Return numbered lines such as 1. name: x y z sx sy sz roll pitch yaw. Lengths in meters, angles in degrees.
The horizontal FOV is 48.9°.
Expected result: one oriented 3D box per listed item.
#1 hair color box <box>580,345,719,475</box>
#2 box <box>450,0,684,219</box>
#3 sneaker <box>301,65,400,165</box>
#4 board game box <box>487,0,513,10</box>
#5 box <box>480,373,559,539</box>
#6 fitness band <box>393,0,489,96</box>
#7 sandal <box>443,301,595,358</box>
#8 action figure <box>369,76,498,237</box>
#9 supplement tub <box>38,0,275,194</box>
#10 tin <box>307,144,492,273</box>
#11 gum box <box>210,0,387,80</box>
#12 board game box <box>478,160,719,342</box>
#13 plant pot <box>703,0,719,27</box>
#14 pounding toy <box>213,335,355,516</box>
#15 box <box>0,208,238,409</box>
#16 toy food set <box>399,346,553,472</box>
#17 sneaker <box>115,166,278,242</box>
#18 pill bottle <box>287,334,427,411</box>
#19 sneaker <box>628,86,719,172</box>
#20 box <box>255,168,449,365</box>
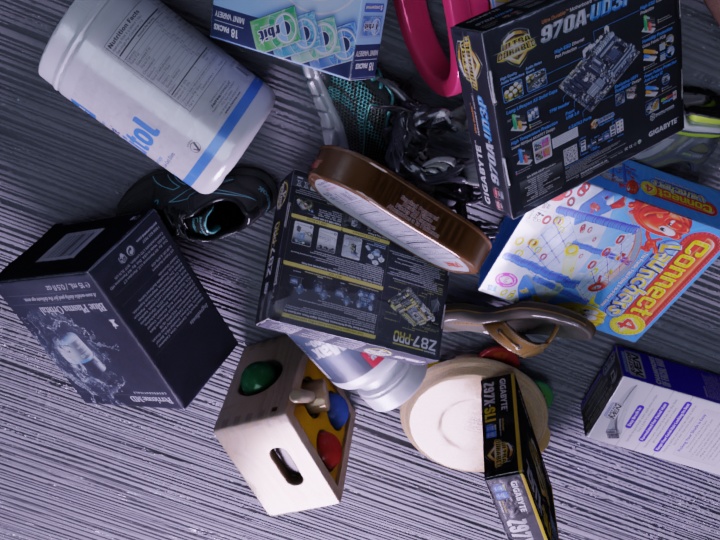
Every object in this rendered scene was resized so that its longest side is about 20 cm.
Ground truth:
1. hair color box: 0.388 0.175 0.979 0.198 0.065 0.110 16 125 -4
2. box: 0.179 -0.156 0.656 0.198 0.046 0.160 -27 122 -16
3. sneaker: -0.005 -0.187 0.799 0.090 0.078 0.201 -14 128 6
4. board game box: 0.135 -0.193 0.726 0.034 0.135 0.202 -14 122 4
5. box: 0.192 0.252 0.941 0.049 0.160 0.202 -14 120 17
6. fitness band: 0.063 -0.254 0.697 0.037 0.144 0.202 -21 120 -10
7. sandal: 0.170 0.071 0.904 0.198 0.055 0.082 1 160 31
8. action figure: 0.085 -0.116 0.780 0.101 0.120 0.200 -11 145 23
9. supplement tub: -0.196 -0.183 0.787 0.199 0.133 0.132 35 122 -14
10. tin: 0.038 -0.055 0.780 0.199 0.112 0.042 30 86 -15
11. gum box: -0.049 -0.285 0.681 0.169 0.044 0.202 24 118 28
12. board game box: 0.251 -0.026 0.838 0.194 0.056 0.201 18 141 -3
13. plant pot: 0.346 -0.267 0.639 0.185 0.188 0.201 -18 134 19
14. pounding toy: -0.080 0.176 0.975 0.141 0.185 0.201 -16 120 18
15. box: -0.284 0.050 0.927 0.195 0.118 0.201 -5 126 37
16. toy food set: 0.149 0.183 1.028 0.197 0.049 0.200 -2 123 10
17. sneaker: -0.193 -0.071 0.892 0.197 0.080 0.076 -9 122 16
18. pill bottle: -0.012 0.067 0.932 0.119 0.120 0.200 -30 115 25
19. sneaker: 0.263 -0.138 0.786 0.197 0.074 0.082 9 128 5
20. box: 0.000 0.000 0.838 0.198 0.163 0.049 15 160 -22
